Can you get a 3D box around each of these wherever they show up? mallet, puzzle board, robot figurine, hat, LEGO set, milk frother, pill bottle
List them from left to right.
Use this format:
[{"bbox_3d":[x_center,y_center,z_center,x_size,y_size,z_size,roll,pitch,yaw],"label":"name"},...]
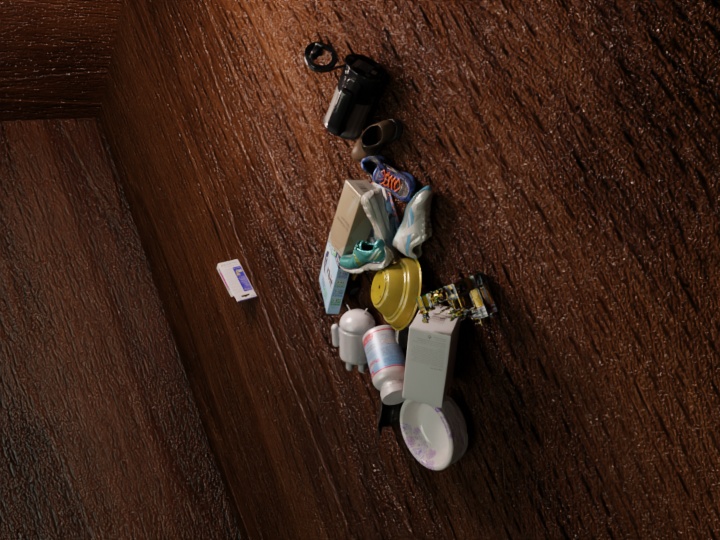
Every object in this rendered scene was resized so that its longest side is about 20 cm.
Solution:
[{"bbox_3d":[-0.064,-0.479,1.526,0.200,0.179,0.190,42,133,15],"label":"milk frother"},{"bbox_3d":[-0.009,0.205,1.745,0.165,0.113,0.205,3,108,12],"label":"robot figurine"},{"bbox_3d":[0.000,0.000,1.722,0.067,0.040,0.201,62,143,19],"label":"mallet"},{"bbox_3d":[0.052,-0.149,1.631,0.150,0.017,0.205,-19,86,54],"label":"puzzle board"},{"bbox_3d":[0.076,0.265,1.608,0.110,0.106,0.203,120,145,-43],"label":"pill bottle"},{"bbox_3d":[0.096,0.407,1.688,0.079,0.201,0.206,5,111,6],"label":"hat"},{"bbox_3d":[0.231,0.088,1.345,0.152,0.198,0.118,-24,84,32],"label":"LEGO set"}]

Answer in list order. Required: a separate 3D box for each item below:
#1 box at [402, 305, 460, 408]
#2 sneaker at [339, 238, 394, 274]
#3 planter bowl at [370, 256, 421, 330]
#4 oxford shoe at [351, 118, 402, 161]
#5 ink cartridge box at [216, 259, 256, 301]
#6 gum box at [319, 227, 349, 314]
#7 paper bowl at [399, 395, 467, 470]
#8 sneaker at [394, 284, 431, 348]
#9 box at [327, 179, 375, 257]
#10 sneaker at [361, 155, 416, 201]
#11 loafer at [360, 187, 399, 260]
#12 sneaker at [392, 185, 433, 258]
[{"bbox_3d":[0.180,0.209,1.440,0.104,0.152,0.205,11,113,16],"label":"box"},{"bbox_3d":[0.011,-0.046,1.565,0.198,0.078,0.081,-11,117,48],"label":"sneaker"},{"bbox_3d":[0.081,0.051,1.532,0.200,0.082,0.206,-167,90,-70],"label":"planter bowl"},{"bbox_3d":[0.022,-0.352,1.551,0.199,0.083,0.074,-30,80,54],"label":"oxford shoe"},{"bbox_3d":[-0.513,0.047,2.375,0.202,0.093,0.037,56,139,25],"label":"ink cartridge box"},{"bbox_3d":[-0.079,0.001,1.776,0.172,0.043,0.204,-108,27,-51],"label":"gum box"},{"bbox_3d":[0.205,0.417,1.537,0.199,0.103,0.206,22,118,48],"label":"paper bowl"},{"bbox_3d":[0.156,0.144,1.544,0.087,0.075,0.204,39,130,32],"label":"sneaker"},{"bbox_3d":[-0.018,-0.146,1.634,0.095,0.076,0.203,48,131,40],"label":"box"},{"bbox_3d":[0.070,-0.242,1.517,0.199,0.077,0.077,41,121,38],"label":"sneaker"},{"bbox_3d":[0.067,-0.123,1.546,0.203,0.069,0.070,66,170,-22],"label":"loafer"},{"bbox_3d":[0.152,-0.124,1.470,0.080,0.076,0.203,35,131,20],"label":"sneaker"}]
